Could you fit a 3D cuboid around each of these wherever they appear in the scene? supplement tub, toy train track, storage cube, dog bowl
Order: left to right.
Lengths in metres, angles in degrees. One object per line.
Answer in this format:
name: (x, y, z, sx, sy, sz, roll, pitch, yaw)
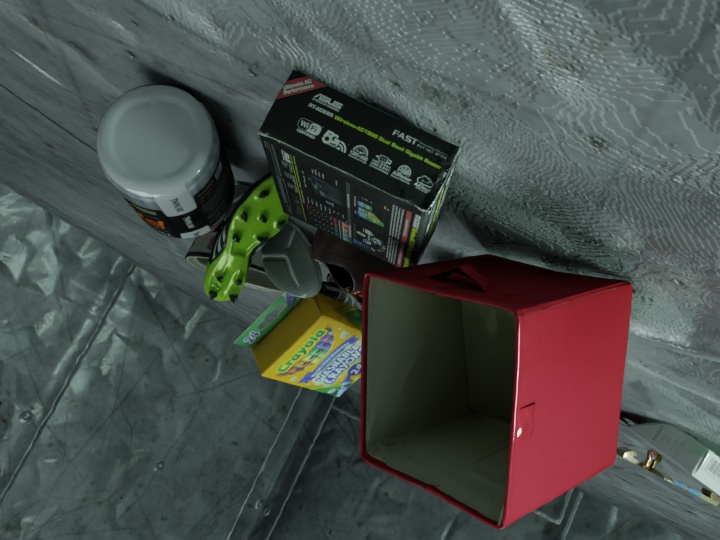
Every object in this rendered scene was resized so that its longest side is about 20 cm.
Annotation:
supplement tub: (-0.205, -0.109, 0.818, 0.121, 0.124, 0.200, 26, 168, 4)
dog bowl: (-0.158, -0.023, 1.115, 0.197, 0.075, 0.200, 14, 169, 3)
storage cube: (0.120, 0.089, 0.664, 0.178, 0.203, 0.170, -8, -166, -42)
toy train track: (0.492, 0.319, 1.173, 0.198, 0.033, 0.115, 29, 177, -14)

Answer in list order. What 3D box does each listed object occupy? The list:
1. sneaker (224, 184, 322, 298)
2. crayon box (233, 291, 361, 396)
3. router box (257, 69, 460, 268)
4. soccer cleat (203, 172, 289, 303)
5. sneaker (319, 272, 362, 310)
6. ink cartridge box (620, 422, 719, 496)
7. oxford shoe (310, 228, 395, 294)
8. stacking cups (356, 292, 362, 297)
sneaker: (-0.098, -0.038, 0.954, 0.080, 0.071, 0.201, 21, -157, -53)
crayon box: (-0.058, 0.101, 1.015, 0.199, 0.126, 0.052, 26, -153, -47)
router box: (-0.001, -0.076, 0.654, 0.148, 0.063, 0.200, 27, 168, 6)
soccer cleat: (-0.141, -0.049, 0.891, 0.067, 0.201, 0.082, 16, -144, -30)
sneaker: (-0.040, 0.038, 1.093, 0.199, 0.075, 0.116, 34, -158, -49)
ink cartridge box: (0.479, 0.268, 1.123, 0.160, 0.050, 0.200, 35, -176, -30)
oxford shoe: (0.000, 0.000, 0.938, 0.071, 0.073, 0.200, 16, 163, 42)
stacking cups: (0.047, 0.042, 1.076, 0.200, 0.061, 0.060, 41, 162, -31)
